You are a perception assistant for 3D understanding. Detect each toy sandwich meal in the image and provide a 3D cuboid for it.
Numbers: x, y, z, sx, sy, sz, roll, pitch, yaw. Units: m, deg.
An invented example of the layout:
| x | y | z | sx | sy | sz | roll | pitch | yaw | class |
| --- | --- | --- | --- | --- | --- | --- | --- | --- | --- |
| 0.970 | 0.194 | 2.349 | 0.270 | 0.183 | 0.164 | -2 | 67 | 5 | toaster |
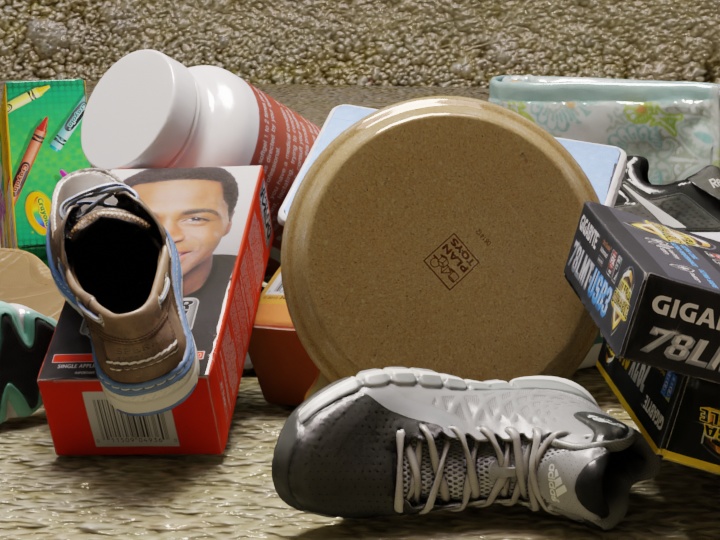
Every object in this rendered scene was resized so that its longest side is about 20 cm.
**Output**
| x | y | z | sx | sy | sz | roll | pitch | yaw | class |
| --- | --- | --- | --- | --- | --- | --- | --- | --- | --- |
| 0.047 | 0.005 | 1.143 | 0.204 | 0.206 | 0.070 | -1 | -6 | -5 | toy sandwich meal |

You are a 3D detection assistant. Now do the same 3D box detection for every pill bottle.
| x | y | z | sx | sy | sz | roll | pitch | yaw | class |
| --- | --- | --- | --- | --- | --- | --- | --- | --- | --- |
| -0.086 | -0.067 | 1.353 | 0.112 | 0.113 | 0.200 | 9 | -14 | 43 | pill bottle |

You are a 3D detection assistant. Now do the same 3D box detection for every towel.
| x | y | z | sx | sy | sz | roll | pitch | yaw | class |
| --- | --- | --- | --- | --- | --- | --- | --- | --- | --- |
| 0.191 | -0.059 | 1.535 | 0.199 | 0.172 | 0.048 | 5 | 14 | 26 | towel |

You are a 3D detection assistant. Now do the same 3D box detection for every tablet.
| x | y | z | sx | sy | sz | roll | pitch | yaw | class |
| --- | --- | --- | --- | --- | --- | --- | --- | --- | --- |
| 0.059 | -0.051 | 1.284 | 0.199 | 0.014 | 0.130 | 10 | 41 | 14 | tablet |

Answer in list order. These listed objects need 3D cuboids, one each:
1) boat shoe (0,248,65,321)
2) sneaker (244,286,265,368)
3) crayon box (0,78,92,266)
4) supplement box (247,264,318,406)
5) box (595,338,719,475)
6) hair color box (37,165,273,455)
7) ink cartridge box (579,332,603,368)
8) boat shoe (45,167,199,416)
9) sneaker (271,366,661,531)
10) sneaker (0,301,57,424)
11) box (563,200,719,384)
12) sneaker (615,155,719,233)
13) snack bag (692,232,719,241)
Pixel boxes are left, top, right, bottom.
| x | y | z | sx | sy | sz | roll | pitch | yaw | class |
| --- | --- | --- | --- | --- | --- | --- | --- | --- | --- |
| -0.212 | 0.039 | 1.318 | 0.074 | 0.069 | 0.199 | -33 | 34 | -33 | boat shoe |
| -0.109 | 0.021 | 1.359 | 0.199 | 0.080 | 0.071 | 0 | 8 | 2 | sneaker |
| -0.229 | -0.050 | 1.471 | 0.058 | 0.119 | 0.200 | -4 | -13 | -13 | crayon box |
| 0.000 | 0.000 | 1.296 | 0.068 | 0.067 | 0.200 | 3 | 37 | 30 | supplement box |
| 0.216 | 0.071 | 1.057 | 0.159 | 0.050 | 0.200 | 17 | 9 | -6 | box |
| -0.116 | 0.020 | 1.197 | 0.101 | 0.061 | 0.200 | -2 | 37 | 8 | hair color box |
| 0.140 | 0.020 | 1.390 | 0.199 | 0.068 | 0.116 | -9 | 14 | -41 | ink cartridge box |
| -0.133 | -0.009 | 1.126 | 0.072 | 0.073 | 0.200 | -18 | 39 | -12 | boat shoe |
| 0.064 | 0.092 | 1.001 | 0.199 | 0.075 | 0.115 | -6 | 14 | -31 | sneaker |
| -0.285 | 0.052 | 1.221 | 0.199 | 0.078 | 0.140 | -7 | 13 | -34 | sneaker |
| 0.212 | 0.028 | 1.017 | 0.197 | 0.050 | 0.200 | 15 | 10 | -4 | box |
| 0.252 | -0.025 | 1.445 | 0.199 | 0.091 | 0.066 | 25 | 6 | 20 | sneaker |
| 0.163 | -0.011 | 1.321 | 0.199 | 0.022 | 0.189 | 4 | 12 | 11 | snack bag |
